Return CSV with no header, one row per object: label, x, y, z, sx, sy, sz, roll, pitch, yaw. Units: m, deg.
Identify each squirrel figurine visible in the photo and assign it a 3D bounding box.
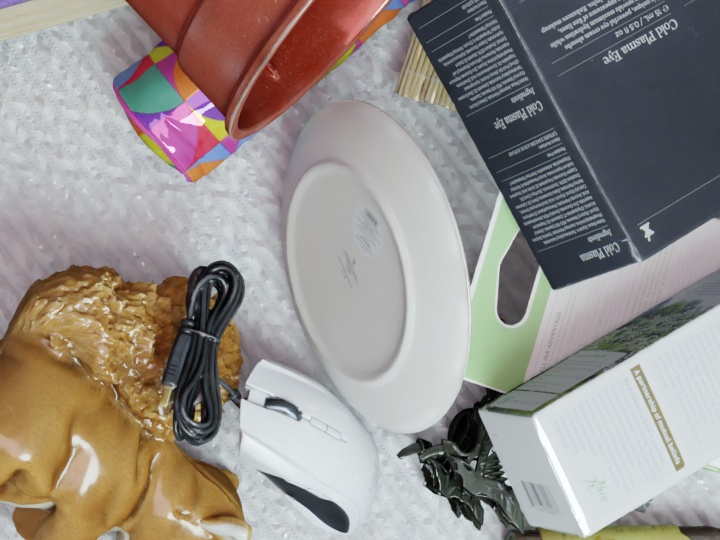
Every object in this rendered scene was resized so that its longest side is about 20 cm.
squirrel figurine,-0.140,0.099,1.436,0.186,0.142,0.200,28,96,-12

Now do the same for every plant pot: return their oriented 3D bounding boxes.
plant pot,-0.075,-0.210,1.309,0.195,0.201,0.201,42,92,5

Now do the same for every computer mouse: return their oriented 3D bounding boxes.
computer mouse,-0.041,0.089,1.434,0.200,0.044,0.110,42,48,-38

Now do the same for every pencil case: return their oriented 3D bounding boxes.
pencil case,-0.054,-0.142,1.445,0.200,0.088,0.088,-39,96,-1

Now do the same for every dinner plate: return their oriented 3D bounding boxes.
dinner plate,0.000,0.000,1.406,0.024,0.200,0.201,-13,97,-32

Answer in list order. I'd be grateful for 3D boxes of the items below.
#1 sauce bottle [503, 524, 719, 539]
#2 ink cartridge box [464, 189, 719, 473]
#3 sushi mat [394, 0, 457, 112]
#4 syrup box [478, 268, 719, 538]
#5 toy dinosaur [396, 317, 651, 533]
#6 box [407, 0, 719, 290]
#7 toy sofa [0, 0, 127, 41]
sauce bottle,0.190,0.189,1.495,0.200,0.065,0.065,-2,95,-3
ink cartridge box,0.151,0.024,1.431,0.200,0.048,0.146,19,84,-18
sushi mat,0.089,-0.189,1.452,0.096,0.012,0.200,17,90,29
syrup box,0.177,0.068,1.375,0.200,0.079,0.082,-28,99,-19
toy dinosaur,0.097,0.087,1.482,0.200,0.102,0.136,34,77,12
box,0.163,-0.117,1.367,0.200,0.104,0.182,-29,92,-25
toy sofa,-0.198,-0.172,1.401,0.200,0.083,0.098,-19,101,-21
